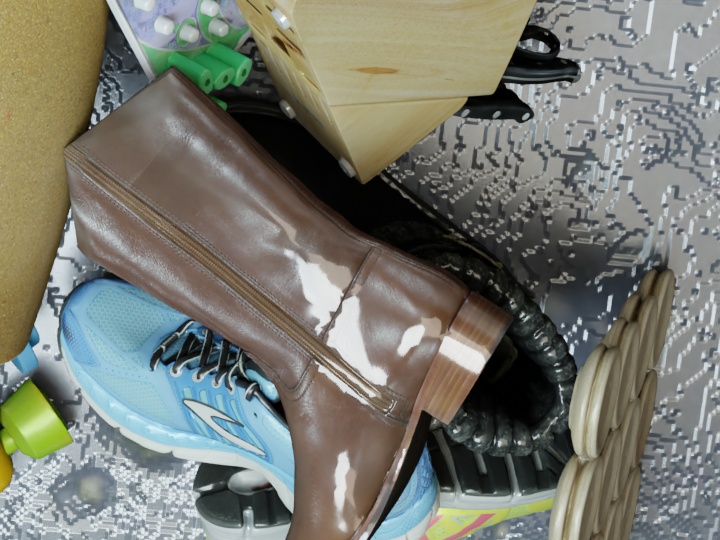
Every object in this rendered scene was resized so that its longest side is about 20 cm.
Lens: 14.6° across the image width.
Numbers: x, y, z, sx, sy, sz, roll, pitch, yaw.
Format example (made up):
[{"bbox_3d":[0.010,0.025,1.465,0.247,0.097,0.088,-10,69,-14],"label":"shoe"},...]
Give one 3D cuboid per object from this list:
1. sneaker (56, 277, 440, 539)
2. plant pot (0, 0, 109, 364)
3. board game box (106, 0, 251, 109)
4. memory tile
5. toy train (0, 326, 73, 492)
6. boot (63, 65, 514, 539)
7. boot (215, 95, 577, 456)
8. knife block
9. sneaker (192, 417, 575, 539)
[{"bbox_3d":[-0.048,0.049,1.292,0.199,0.078,0.090,26,147,12],"label":"sneaker"},{"bbox_3d":[-0.186,-0.090,1.210,0.186,0.186,0.200,26,108,-10],"label":"plant pot"},{"bbox_3d":[-0.042,-0.188,1.198,0.026,0.200,0.200,27,70,28],"label":"board game box"},{"bbox_3d":[0.113,0.089,1.303,0.017,0.200,0.154,11,105,12],"label":"memory tile"},{"bbox_3d":[-0.187,0.098,1.350,0.116,0.085,0.200,-34,133,-13],"label":"toy train"},{"bbox_3d":[-0.059,0.032,1.210,0.200,0.064,0.187,33,109,3],"label":"boot"},{"bbox_3d":[0.002,-0.002,1.286,0.211,0.158,0.080,27,101,-11],"label":"boot"},{"bbox_3d":[0.037,-0.132,1.241,0.175,0.064,0.200,-40,148,-9],"label":"knife block"},{"bbox_3d":[0.015,0.113,1.370,0.199,0.078,0.091,-8,136,-10],"label":"sneaker"}]
